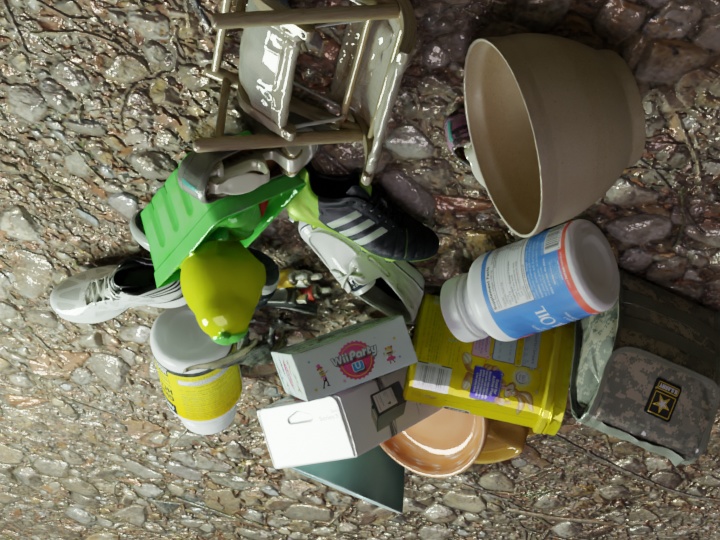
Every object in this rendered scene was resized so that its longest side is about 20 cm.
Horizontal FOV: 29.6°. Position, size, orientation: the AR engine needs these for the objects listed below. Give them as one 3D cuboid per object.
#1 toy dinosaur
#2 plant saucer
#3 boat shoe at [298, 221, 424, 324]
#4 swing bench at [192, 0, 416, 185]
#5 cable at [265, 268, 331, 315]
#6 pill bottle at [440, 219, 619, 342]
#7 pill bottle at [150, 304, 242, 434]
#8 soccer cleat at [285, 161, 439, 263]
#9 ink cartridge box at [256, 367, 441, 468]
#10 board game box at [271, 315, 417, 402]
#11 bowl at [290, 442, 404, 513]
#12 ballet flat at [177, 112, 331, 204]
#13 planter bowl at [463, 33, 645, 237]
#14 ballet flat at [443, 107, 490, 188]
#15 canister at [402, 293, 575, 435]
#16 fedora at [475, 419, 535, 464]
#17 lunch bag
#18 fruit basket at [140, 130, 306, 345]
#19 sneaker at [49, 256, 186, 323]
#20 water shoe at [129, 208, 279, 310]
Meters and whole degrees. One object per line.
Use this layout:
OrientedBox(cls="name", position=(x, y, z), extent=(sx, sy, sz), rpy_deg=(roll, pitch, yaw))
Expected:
OrientedBox(cls="toy dinosaur", position=(-0.141, 0.094, 1.789), extent=(0.199, 0.047, 0.089), rpy_deg=(-6, 132, -53))
OrientedBox(cls="plant saucer", position=(0.091, 0.184, 1.860), extent=(0.199, 0.037, 0.202), rpy_deg=(14, 116, 30))
OrientedBox(cls="boat shoe", position=(0.000, 0.000, 1.683), extent=(0.072, 0.066, 0.200), rpy_deg=(-22, 133, 36))
OrientedBox(cls="swing bench", position=(-0.056, -0.209, 1.371), extent=(0.198, 0.131, 0.199), rpy_deg=(9, 143, -8))
OrientedBox(cls="cable", position=(-0.131, 0.024, 1.787), extent=(0.199, 0.051, 0.097), rpy_deg=(3, 162, 29))
OrientedBox(cls="pill bottle", position=(0.198, 0.020, 1.626), extent=(0.199, 0.113, 0.112), rpy_deg=(-21, 134, 36))
OrientedBox(cls="pill bottle", position=(-0.222, 0.140, 1.883), extent=(0.111, 0.113, 0.201), rpy_deg=(5, 143, 6))
OrientedBox(cls="soccer cleat", position=(0.008, -0.068, 1.597), extent=(0.199, 0.068, 0.081), rpy_deg=(19, 130, -12))
OrientedBox(cls="ink cartridge box", position=(-0.013, 0.182, 1.775), extent=(0.145, 0.199, 0.085), rpy_deg=(-15, 93, 39))
OrientedBox(cls="board game box", position=(-0.024, 0.109, 1.713), extent=(0.146, 0.065, 0.200), rpy_deg=(-19, 180, -10))
OrientedBox(cls="bowl", position=(-0.013, 0.268, 1.978), extent=(0.199, 0.106, 0.201), rpy_deg=(22, 170, 4))
OrientedBox(cls="ballet flat", position=(-0.100, -0.116, 1.461), extent=(0.199, 0.064, 0.068), rpy_deg=(-23, 132, -30))
OrientedBox(cls="planter bowl", position=(0.200, -0.146, 1.359), extent=(0.134, 0.201, 0.201), rpy_deg=(-15, 145, -11))
OrientedBox(cls="ballet flat", position=(0.167, -0.103, 1.503), extent=(0.199, 0.072, 0.069), rpy_deg=(32, 137, -28))
OrientedBox(cls="canister", position=(0.163, 0.116, 1.732), extent=(0.198, 0.150, 0.087), rpy_deg=(12, 153, 0))
OrientedBox(cls="fedora", position=(0.171, 0.217, 1.917), extent=(0.199, 0.082, 0.201), rpy_deg=(6, 144, 4))
OrientedBox(cls="lunch bag", position=(0.347, 0.124, 1.655), extent=(0.163, 0.201, 0.118), rpy_deg=(22, 143, -15))
OrientedBox(cls="fruit basket", position=(-0.150, -0.025, 1.550), extent=(0.215, 0.155, 0.217), rpy_deg=(28, 130, 39))
OrientedBox(cls="sneaker", position=(-0.319, 0.014, 1.741), extent=(0.199, 0.076, 0.115), rpy_deg=(-9, 165, 10))
OrientedBox(cls="water shoe", position=(-0.200, -0.006, 1.696), extent=(0.199, 0.072, 0.079), rpy_deg=(25, 136, -2))
